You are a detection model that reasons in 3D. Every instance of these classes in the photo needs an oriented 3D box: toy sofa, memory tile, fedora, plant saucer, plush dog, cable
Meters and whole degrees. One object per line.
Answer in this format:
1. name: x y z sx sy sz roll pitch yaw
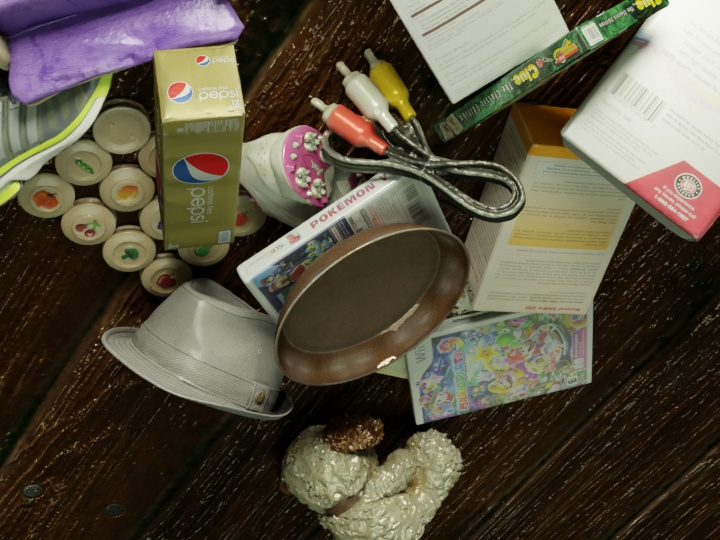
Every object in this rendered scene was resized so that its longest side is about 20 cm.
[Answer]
1. toy sofa: -0.190 -0.199 0.927 0.199 0.098 0.083 -16 176 1
2. memory tile: -0.194 -0.060 1.131 0.153 0.017 0.200 -37 130 19
3. fedora: -0.135 0.065 1.181 0.200 0.177 0.091 24 95 -46
4. plant saucer: 0.006 0.026 1.128 0.199 0.035 0.201 -24 146 -17
5. plush dog: -0.011 0.239 1.365 0.172 0.161 0.200 41 128 -14
6. cable: 0.041 -0.098 1.032 0.097 0.200 0.050 -45 156 -11

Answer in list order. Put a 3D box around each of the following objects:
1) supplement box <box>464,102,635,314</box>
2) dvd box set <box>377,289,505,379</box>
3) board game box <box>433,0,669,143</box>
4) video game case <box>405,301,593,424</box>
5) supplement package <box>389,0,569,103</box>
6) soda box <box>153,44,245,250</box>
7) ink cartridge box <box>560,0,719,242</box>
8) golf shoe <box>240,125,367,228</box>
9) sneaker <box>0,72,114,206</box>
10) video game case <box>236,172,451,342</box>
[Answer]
1. supplement box: 0.182 -0.055 1.192 0.125 0.074 0.201 3 130 -17
2. dvd box set: 0.091 0.061 1.306 0.199 0.029 0.147 13 128 -26
3. board game box: 0.150 -0.165 1.013 0.105 0.024 0.200 -29 -179 -32
4. video game case: 0.147 0.092 1.318 0.199 0.018 0.144 -13 136 -3
5. supplement package: 0.060 -0.250 0.950 0.109 0.114 0.200 -30 133 9
6. soda box: -0.133 -0.095 1.013 0.064 0.068 0.200 -6 153 -12
7. ink cartridge box: 0.283 -0.145 1.041 0.147 0.086 0.200 39 95 8
8. golf shoe: -0.045 -0.066 1.140 0.091 0.076 0.200 1 151 30
9. sneaker: -0.272 -0.131 1.009 0.200 0.074 0.081 -40 125 19
10. video game case: 0.000 0.000 1.142 0.182 0.023 0.200 -33 147 -1
